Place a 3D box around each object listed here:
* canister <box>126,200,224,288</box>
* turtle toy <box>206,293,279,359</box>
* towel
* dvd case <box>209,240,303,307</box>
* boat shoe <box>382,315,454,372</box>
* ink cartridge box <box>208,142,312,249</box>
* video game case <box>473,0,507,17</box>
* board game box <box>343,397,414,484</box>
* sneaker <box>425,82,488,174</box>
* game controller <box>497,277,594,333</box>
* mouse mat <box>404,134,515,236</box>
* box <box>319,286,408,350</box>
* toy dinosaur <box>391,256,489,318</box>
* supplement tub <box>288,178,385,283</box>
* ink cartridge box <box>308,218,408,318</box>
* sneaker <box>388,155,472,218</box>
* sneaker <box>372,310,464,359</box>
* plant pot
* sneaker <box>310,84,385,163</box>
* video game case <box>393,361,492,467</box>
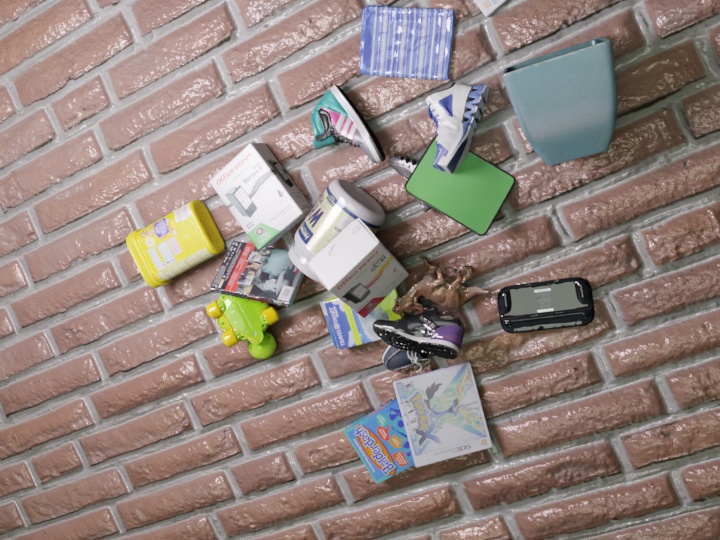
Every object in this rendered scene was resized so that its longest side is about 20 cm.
[{"bbox_3d":[-0.445,-0.065,1.664,0.199,0.087,0.149,-26,93,17],"label":"canister"},{"bbox_3d":[-0.268,0.121,1.637,0.145,0.101,0.201,-28,91,-7],"label":"turtle toy"},{"bbox_3d":[0.096,-0.485,1.461,0.199,0.024,0.146,8,103,14],"label":"towel"},{"bbox_3d":[-0.232,0.006,1.598,0.199,0.147,0.022,9,145,14],"label":"dvd case"},{"bbox_3d":[0.136,0.177,1.547,0.199,0.062,0.075,-29,124,16],"label":"boat shoe"},{"bbox_3d":[-0.229,-0.172,1.581,0.146,0.084,0.200,-38,88,18],"label":"ink cartridge box"},{"bbox_3d":[0.279,-0.648,1.378,0.200,0.023,0.183,-37,89,19],"label":"video game case"},{"bbox_3d":[0.083,0.391,1.619,0.200,0.045,0.152,-33,90,19],"label":"board game box"},{"bbox_3d":[0.181,-0.307,1.437,0.115,0.081,0.200,22,85,20],"label":"sneaker"},{"bbox_3d":[0.397,0.076,1.478,0.199,0.042,0.105,-8,84,17],"label":"game controller"},{"bbox_3d":[0.209,-0.181,1.442,0.199,0.008,0.161,31,72,5],"label":"mouse mat"},{"bbox_3d":[0.006,0.105,1.586,0.199,0.048,0.123,-17,95,17],"label":"box"},{"bbox_3d":[0.178,0.052,1.510,0.199,0.086,0.136,10,104,8],"label":"toy dinosaur"},{"bbox_3d":[-0.055,-0.084,1.516,0.145,0.145,0.200,39,108,6],"label":"supplement tub"},{"bbox_3d":[0.000,0.000,1.459,0.148,0.200,0.086,-44,61,3],"label":"ink cartridge box"},{"bbox_3d":[0.140,-0.176,1.484,0.199,0.066,0.091,29,104,7],"label":"sneaker"},{"bbox_3d":[0.128,0.127,1.493,0.199,0.076,0.088,13,60,20],"label":"sneaker"},{"bbox_3d":[0.396,-0.318,1.326,0.195,0.196,0.201,-15,106,18],"label":"plant pot"},{"bbox_3d":[-0.043,-0.293,1.504,0.121,0.084,0.200,-36,81,14],"label":"sneaker"},{"bbox_3d":[0.186,0.326,1.555,0.181,0.022,0.201,-15,91,1],"label":"video game case"}]
